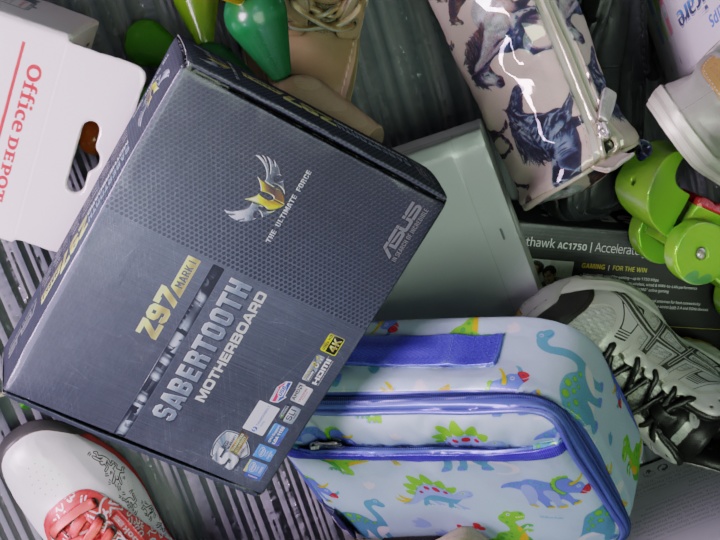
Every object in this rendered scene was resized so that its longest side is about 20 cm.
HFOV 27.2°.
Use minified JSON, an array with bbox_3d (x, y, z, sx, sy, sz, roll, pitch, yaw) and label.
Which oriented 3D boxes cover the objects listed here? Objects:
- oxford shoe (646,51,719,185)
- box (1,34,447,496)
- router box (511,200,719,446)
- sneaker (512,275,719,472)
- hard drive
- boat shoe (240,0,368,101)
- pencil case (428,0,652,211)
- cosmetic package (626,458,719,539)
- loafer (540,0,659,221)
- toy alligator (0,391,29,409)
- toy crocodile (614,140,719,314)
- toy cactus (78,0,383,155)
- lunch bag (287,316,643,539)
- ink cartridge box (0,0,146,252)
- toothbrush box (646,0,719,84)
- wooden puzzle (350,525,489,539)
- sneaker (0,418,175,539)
[{"bbox_3d":[0.222,-0.086,0.875,0.058,0.200,0.075,-40,73,18],"label":"oxford shoe"},{"bbox_3d":[-0.073,0.003,0.769,0.157,0.051,0.201,26,106,-22],"label":"box"},{"bbox_3d":[0.159,0.037,0.973,0.198,0.051,0.151,5,108,-16],"label":"router box"},{"bbox_3d":[0.178,0.068,0.895,0.199,0.088,0.076,22,114,-30],"label":"sneaker"},{"bbox_3d":[0.000,0.000,0.898,0.198,0.026,0.133,-18,116,13],"label":"hard drive"},{"bbox_3d":[-0.030,-0.162,0.837,0.071,0.065,0.202,-5,112,-13],"label":"boat shoe"},{"bbox_3d":[0.090,-0.139,0.832,0.077,0.089,0.202,-26,93,-34],"label":"pencil case"},{"bbox_3d":[0.251,0.259,1.005,0.122,0.200,0.201,-20,115,-6],"label":"cosmetic package"},{"bbox_3d":[0.146,-0.129,0.900,0.070,0.068,0.203,-10,113,-31],"label":"loafer"},{"bbox_3d":[-0.168,0.055,0.899,0.199,0.060,0.054,-28,158,7],"label":"toy alligator"},{"bbox_3d":[0.231,-0.006,0.912,0.199,0.068,0.062,35,94,-20],"label":"toy crocodile"},{"bbox_3d":[-0.067,-0.100,0.812,0.164,0.102,0.201,27,120,17],"label":"toy cactus"},{"bbox_3d":[0.053,0.095,0.863,0.198,0.083,0.161,-2,140,28],"label":"lunch bag"},{"bbox_3d":[-0.214,-0.093,0.786,0.198,0.067,0.118,20,107,-2],"label":"ink cartridge box"},{"bbox_3d":[0.276,-0.183,0.853,0.198,0.146,0.087,-16,82,-8],"label":"toothbrush box"},{"bbox_3d":[0.025,0.208,0.948,0.199,0.038,0.185,-14,141,31],"label":"wooden puzzle"},{"bbox_3d":[-0.147,0.185,0.922,0.067,0.108,0.202,-35,115,1],"label":"sneaker"}]
